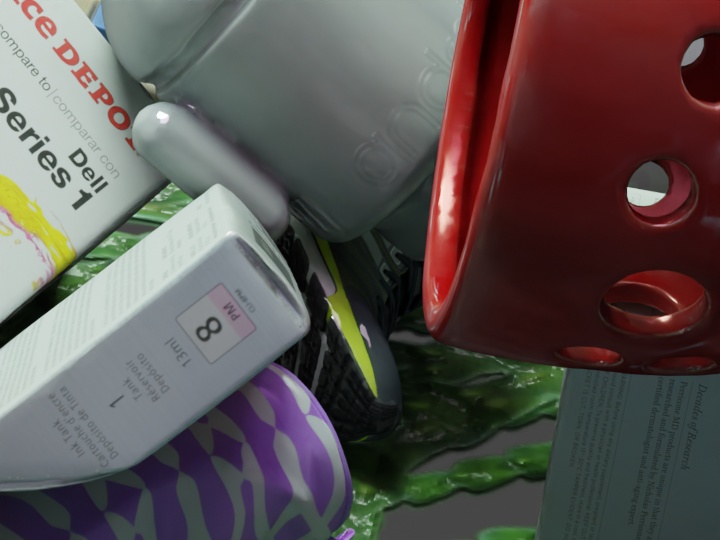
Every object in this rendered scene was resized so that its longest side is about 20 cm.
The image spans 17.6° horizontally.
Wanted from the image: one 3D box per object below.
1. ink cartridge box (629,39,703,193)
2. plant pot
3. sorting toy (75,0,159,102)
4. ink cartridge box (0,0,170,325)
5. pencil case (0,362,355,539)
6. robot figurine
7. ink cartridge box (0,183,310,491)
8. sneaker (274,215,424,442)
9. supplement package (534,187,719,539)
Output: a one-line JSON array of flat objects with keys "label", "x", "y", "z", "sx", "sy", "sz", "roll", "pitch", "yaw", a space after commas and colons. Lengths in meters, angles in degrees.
[{"label": "ink cartridge box", "x": 0.146, "y": -0.096, "z": 1.034, "sx": 0.162, "sy": 0.201, "sz": 0.057, "roll": -20, "pitch": 51, "yaw": -34}, {"label": "plant pot", "x": 0.125, "y": -0.061, "z": 0.779, "sx": 0.181, "sy": 0.202, "sz": 0.201, "roll": 8, "pitch": 33, "yaw": -3}, {"label": "sorting toy", "x": -0.154, "y": -0.148, "z": 1.159, "sx": 0.184, "sy": 0.037, "sz": 0.200, "roll": 18, "pitch": 26, "yaw": -23}, {"label": "ink cartridge box", "x": -0.185, "y": -0.036, "z": 0.909, "sx": 0.145, "sy": 0.084, "sz": 0.200, "roll": 51, "pitch": 55, "yaw": -4}, {"label": "pencil case", "x": -0.091, "y": 0.102, "z": 0.820, "sx": 0.199, "sy": 0.084, "sz": 0.086, "roll": -29, "pitch": 83, "yaw": -39}, {"label": "robot figurine", "x": -0.021, "y": -0.092, "z": 0.925, "sx": 0.200, "sy": 0.113, "sz": 0.170, "roll": 40, "pitch": 61, "yaw": -12}, {"label": "ink cartridge box", "x": -0.111, "y": 0.051, "z": 0.810, "sx": 0.057, "sy": 0.200, "sz": 0.163, "roll": 49, "pitch": 1, "yaw": -9}, {"label": "sneaker", "x": 0.000, "y": 0.000, "z": 0.998, "sx": 0.080, "sy": 0.074, "sz": 0.201, "roll": 3, "pitch": 36, "yaw": -13}, {"label": "supplement package", "x": 0.175, "y": 0.062, "z": 0.892, "sx": 0.198, "sy": 0.120, "sz": 0.122, "roll": 11, "pitch": 33, "yaw": 6}]
